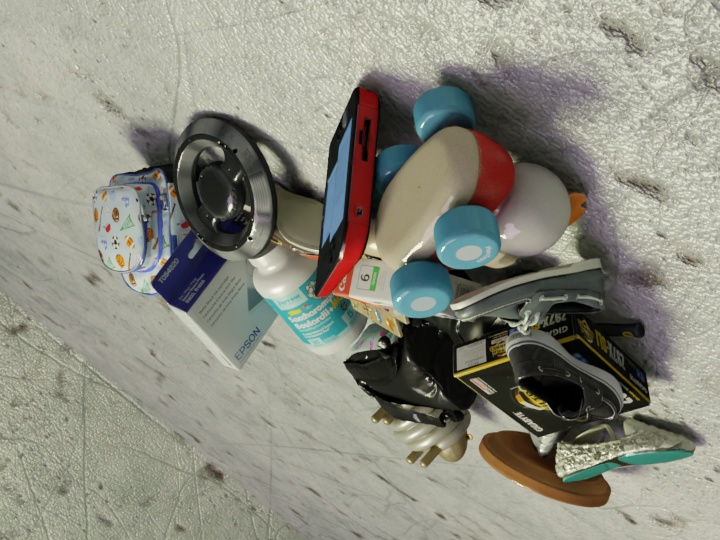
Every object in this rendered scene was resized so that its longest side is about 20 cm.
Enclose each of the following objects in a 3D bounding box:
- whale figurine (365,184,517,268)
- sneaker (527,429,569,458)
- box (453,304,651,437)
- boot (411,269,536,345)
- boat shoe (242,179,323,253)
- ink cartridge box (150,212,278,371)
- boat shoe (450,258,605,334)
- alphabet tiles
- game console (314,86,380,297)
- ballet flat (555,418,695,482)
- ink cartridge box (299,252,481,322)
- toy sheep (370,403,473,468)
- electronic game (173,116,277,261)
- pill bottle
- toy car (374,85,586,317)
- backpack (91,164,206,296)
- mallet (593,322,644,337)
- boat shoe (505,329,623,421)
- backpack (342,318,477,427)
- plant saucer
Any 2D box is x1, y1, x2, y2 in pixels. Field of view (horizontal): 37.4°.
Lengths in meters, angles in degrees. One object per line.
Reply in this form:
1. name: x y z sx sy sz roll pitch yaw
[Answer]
1. whale figurine: 0.081 -0.054 1.212 0.200 0.104 0.159 9 175 23
2. sneaker: 0.242 0.177 1.475 0.115 0.075 0.200 37 154 21
3. box: 0.230 0.125 1.263 0.160 0.049 0.200 -23 139 28
4. boot: 0.129 0.023 1.303 0.162 0.073 0.198 49 142 19
5. boat shoe: -0.094 -0.063 1.444 0.200 0.072 0.060 29 152 35
6. ink cartridge box: -0.186 0.012 1.561 0.041 0.200 0.200 10 148 43
7. boat shoe: 0.182 0.033 1.111 0.073 0.200 0.062 -18 86 56
8. alphabet tiles: 0.000 0.000 1.423 0.200 0.006 0.166 29 142 57
9. game console: -0.021 -0.085 1.175 0.031 0.200 0.177 10 160 -14
10. ballet flat: 0.342 0.232 1.412 0.200 0.072 0.072 -22 123 35
11. ink cartridge box: 0.030 0.019 1.257 0.200 0.050 0.109 7 173 40
12. toy sheep: 0.097 0.219 1.659 0.200 0.138 0.138 51 154 -14
13. electronic game: -0.185 -0.109 1.437 0.200 0.042 0.200 20 121 38
14. pill bottle: -0.083 0.025 1.556 0.111 0.111 0.200 6 144 49
15. toy car: 0.133 -0.055 1.077 0.200 0.184 0.177 11 142 -24
16. backpack: -0.303 -0.058 1.585 0.200 0.154 0.191 3 107 53
17. mallet: 0.259 0.077 1.292 0.200 0.041 0.066 5 141 43
18. boat shoe: 0.230 0.134 1.175 0.070 0.066 0.200 -22 138 30
19. backpack: 0.072 0.132 1.534 0.167 0.127 0.200 53 152 -15
20. plant saucer: 0.271 0.283 1.552 0.200 0.032 0.200 19 -169 -4
